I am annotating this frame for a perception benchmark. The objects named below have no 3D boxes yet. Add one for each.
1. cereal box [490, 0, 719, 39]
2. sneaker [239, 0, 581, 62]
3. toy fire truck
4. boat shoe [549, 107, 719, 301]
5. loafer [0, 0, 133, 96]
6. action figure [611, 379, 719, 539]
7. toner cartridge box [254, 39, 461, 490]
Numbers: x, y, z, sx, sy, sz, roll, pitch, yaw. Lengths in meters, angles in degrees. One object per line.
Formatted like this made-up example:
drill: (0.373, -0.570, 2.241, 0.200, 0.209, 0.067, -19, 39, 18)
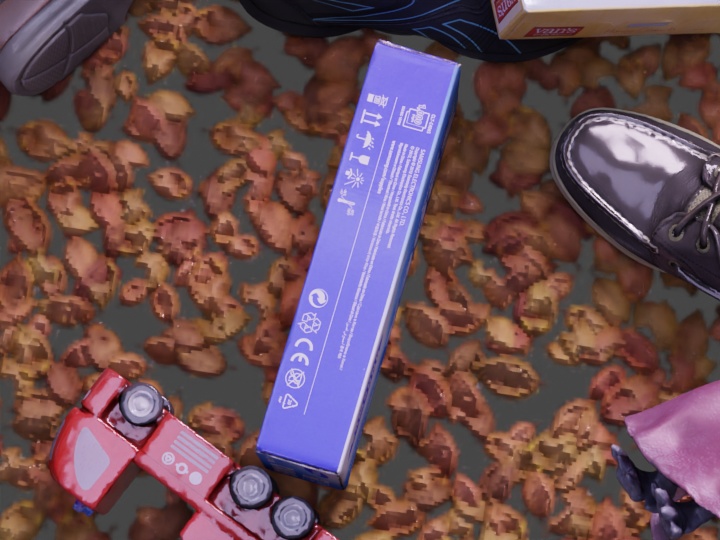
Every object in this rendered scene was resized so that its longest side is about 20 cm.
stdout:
cereal box: (0.116, -0.210, 1.297, 0.144, 0.040, 0.200, -3, 73, -23)
sneaker: (0.037, -0.144, 1.304, 0.200, 0.079, 0.075, -2, 79, 0)
toy fire truck: (-0.081, 0.156, 1.272, 0.200, 0.049, 0.141, 36, 84, 7)
boat shoe: (0.182, -0.018, 1.283, 0.201, 0.066, 0.072, 35, 83, 6)
loafer: (-0.115, -0.173, 1.321, 0.200, 0.072, 0.063, -43, 74, -2)
action figure: (0.221, 0.070, 1.208, 0.200, 0.149, 0.134, -28, 48, -3)
toner cartridge box: (0.000, 0.000, 1.273, 0.043, 0.095, 0.200, 16, 82, 4)
